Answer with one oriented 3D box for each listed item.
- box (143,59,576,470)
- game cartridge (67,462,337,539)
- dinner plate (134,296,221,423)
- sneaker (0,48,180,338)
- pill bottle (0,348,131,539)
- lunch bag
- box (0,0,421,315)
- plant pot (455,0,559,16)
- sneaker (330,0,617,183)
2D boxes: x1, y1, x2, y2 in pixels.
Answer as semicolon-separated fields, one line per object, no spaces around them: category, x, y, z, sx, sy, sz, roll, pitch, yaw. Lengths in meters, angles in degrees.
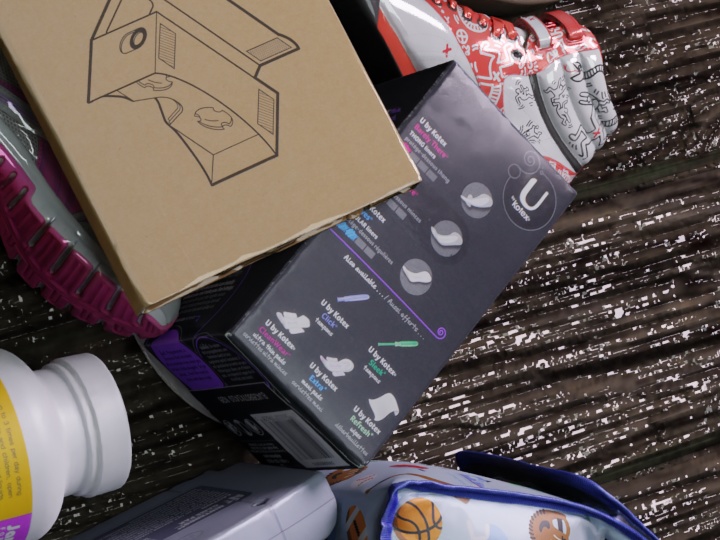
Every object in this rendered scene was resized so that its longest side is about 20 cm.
box;0.000;0.000;1.390;0.106;0.122;0.200;45;69;-16
game cartridge;-0.115;0.155;1.338;0.200;0.133;0.041;-25;97;-27
dinner plate;-0.041;-0.008;1.452;0.200;0.024;0.201;2;87;-28
sneaker;-0.154;-0.054;1.356;0.088;0.081;0.200;-43;101;-27
pill bottle;-0.219;0.098;1.302;0.200;0.104;0.105;-14;93;-28
lunch bag;0.060;0.161;1.412;0.200;0.170;0.124;10;87;-26
box;-0.085;-0.098;1.307;0.163;0.021;0.200;-25;84;-19
plant pot;0.114;-0.253;1.467;0.200;0.173;0.201;2;86;-29
sneaker;0.066;-0.128;1.483;0.108;0.067;0.202;-42;112;-11
